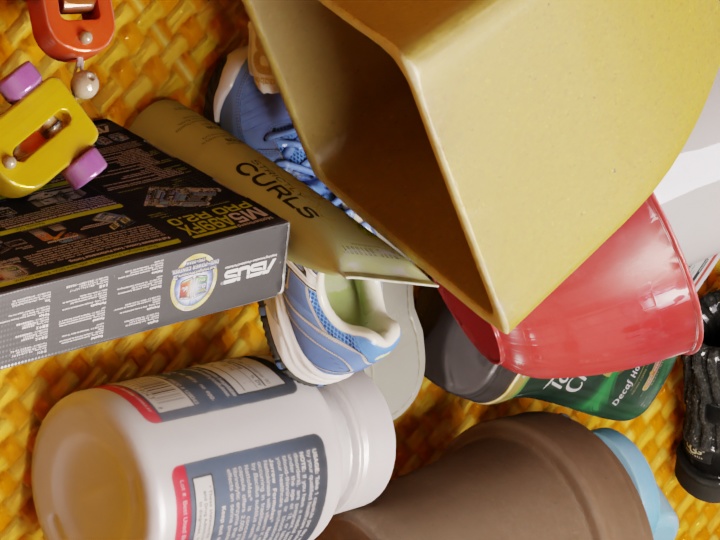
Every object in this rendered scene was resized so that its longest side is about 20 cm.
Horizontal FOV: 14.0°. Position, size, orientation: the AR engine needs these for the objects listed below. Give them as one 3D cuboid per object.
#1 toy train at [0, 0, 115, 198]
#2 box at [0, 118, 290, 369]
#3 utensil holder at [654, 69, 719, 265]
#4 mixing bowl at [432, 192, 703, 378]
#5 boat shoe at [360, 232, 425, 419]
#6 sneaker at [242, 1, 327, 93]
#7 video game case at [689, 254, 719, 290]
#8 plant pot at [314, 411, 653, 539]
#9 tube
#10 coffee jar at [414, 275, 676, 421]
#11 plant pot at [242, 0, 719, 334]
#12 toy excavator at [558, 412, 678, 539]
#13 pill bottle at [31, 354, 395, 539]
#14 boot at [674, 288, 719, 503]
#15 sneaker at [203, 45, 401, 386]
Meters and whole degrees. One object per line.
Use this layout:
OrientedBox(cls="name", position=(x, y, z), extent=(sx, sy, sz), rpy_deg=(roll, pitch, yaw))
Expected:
OrientedBox(cls="toy train", position=(-0.204, -0.105, 1.498), extent=(0.199, 0.056, 0.151), rpy_deg=(-11, 83, -34))
OrientedBox(cls="box", position=(-0.162, -0.017, 1.513), extent=(0.199, 0.160, 0.045), rpy_deg=(-16, 124, -41))
OrientedBox(cls="utensil holder", position=(0.216, -0.095, 1.834), extent=(0.199, 0.170, 0.171), rpy_deg=(-23, 128, -20))
OrientedBox(cls="mixing bowl", position=(0.102, -0.014, 1.711), extent=(0.108, 0.200, 0.201), rpy_deg=(-29, 133, -10))
OrientedBox(cls="boat shoe", position=(0.000, 0.000, 1.767), extent=(0.075, 0.062, 0.201), rpy_deg=(-38, 138, -32))
OrientedBox(cls="sneaker", position=(-0.046, -0.154, 1.589), extent=(0.199, 0.073, 0.116), rpy_deg=(7, 96, -48))
OrientedBox(cls="video game case", position=(0.209, -0.070, 1.980), extent=(0.143, 0.017, 0.200), rpy_deg=(-55, 140, -7))
OrientedBox(cls="plant pot", position=(0.058, 0.195, 1.830), extent=(0.174, 0.200, 0.201), rpy_deg=(-5, 116, -36))
OrientedBox(cls="tube", position=(-0.048, -0.035, 1.590), extent=(0.058, 0.200, 0.052), rpy_deg=(-37, 137, -24))
OrientedBox(cls="coffee jar", position=(0.120, 0.038, 1.895), extent=(0.199, 0.085, 0.105), rpy_deg=(9, 111, -48))
OrientedBox(cls="plant pot", position=(0.074, -0.130, 1.524), extent=(0.200, 0.195, 0.195), rpy_deg=(-35, 132, -15))
OrientedBox(cls="toy excavator", position=(0.172, 0.181, 2.007), extent=(0.199, 0.100, 0.195), rpy_deg=(-8, 145, -38))
OrientedBox(cls="pill bottle", position=(-0.080, 0.113, 1.704), extent=(0.199, 0.119, 0.120), rpy_deg=(-10, 119, -42))
OrientedBox(cls="boot", position=(0.310, 0.063, 2.102), extent=(0.211, 0.079, 0.159), rpy_deg=(-31, 138, -30))
OrientedBox(cls="sneaker", position=(-0.028, -0.035, 1.667), extent=(0.076, 0.077, 0.201), rpy_deg=(-26, 100, -38))
